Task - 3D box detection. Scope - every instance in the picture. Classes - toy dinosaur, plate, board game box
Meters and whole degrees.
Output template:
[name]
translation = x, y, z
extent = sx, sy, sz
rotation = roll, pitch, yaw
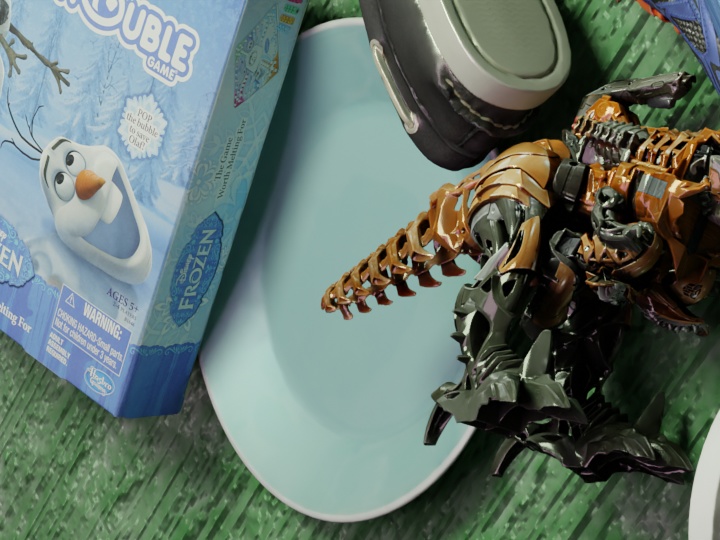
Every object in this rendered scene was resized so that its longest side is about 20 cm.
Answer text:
[toy dinosaur]
translation = 0.076, 0.001, 0.993
extent = 0.200, 0.102, 0.136
rotation = -25, 56, 56
[plate]
translation = 0.000, 0.000, 1.120
extent = 0.200, 0.025, 0.201
rotation = -3, 87, 49
[board game box]
translation = -0.126, -0.071, 1.199
extent = 0.200, 0.043, 0.200
rotation = 32, 112, 36

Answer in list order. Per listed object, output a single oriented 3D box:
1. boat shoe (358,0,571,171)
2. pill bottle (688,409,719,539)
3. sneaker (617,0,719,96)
[boat shoe]
translation = 0.023, -0.130, 1.059
extent = 0.060, 0.074, 0.201
rotation = -49, 51, 42
[pill bottle]
translation = 0.201, 0.084, 0.812
extent = 0.200, 0.111, 0.112
rotation = 8, 94, 49
[sneaker]
translation = 0.116, -0.113, 0.963
extent = 0.079, 0.075, 0.201
rotation = -59, 39, 41
